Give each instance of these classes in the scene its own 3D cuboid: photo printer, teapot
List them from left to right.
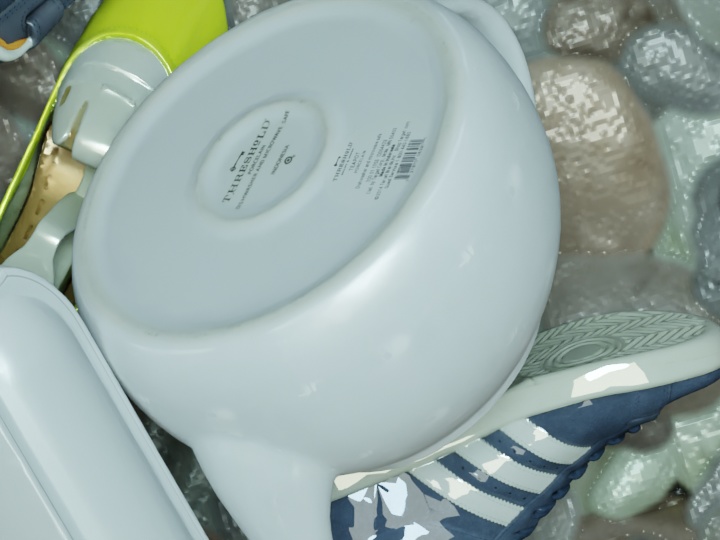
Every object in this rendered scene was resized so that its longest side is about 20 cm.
[{"bbox_3d":[-0.139,0.095,0.876,0.166,0.069,0.201,-18,106,40],"label":"photo printer"},{"bbox_3d":[0.000,0.000,0.897,0.199,0.198,0.146,-36,131,5],"label":"teapot"}]

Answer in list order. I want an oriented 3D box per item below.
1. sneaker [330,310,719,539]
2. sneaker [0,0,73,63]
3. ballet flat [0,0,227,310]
[{"bbox_3d":[0.062,0.082,0.973,0.199,0.075,0.085,-20,101,8],"label":"sneaker"},{"bbox_3d":[-0.143,-0.114,0.899,0.078,0.199,0.080,-9,96,44],"label":"sneaker"},{"bbox_3d":[-0.110,-0.031,0.955,0.067,0.067,0.201,28,95,3],"label":"ballet flat"}]
